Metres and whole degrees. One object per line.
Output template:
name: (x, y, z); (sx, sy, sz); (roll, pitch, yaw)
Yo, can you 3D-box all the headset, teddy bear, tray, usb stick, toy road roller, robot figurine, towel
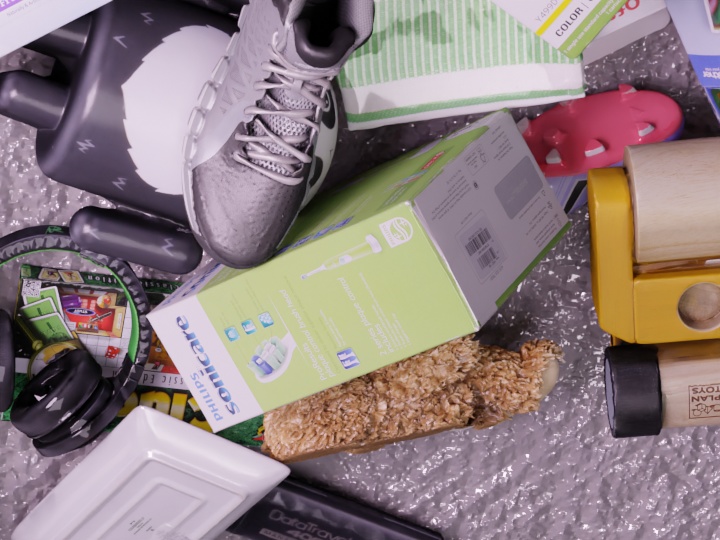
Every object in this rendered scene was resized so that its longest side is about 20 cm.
headset: (-0.209, 0.065, 1.520); (0.123, 0.094, 0.200); (27, 96, -19)
teddy bear: (0.031, 0.072, 1.554); (0.199, 0.145, 0.067); (-11, 79, -7)
tray: (-0.136, 0.154, 1.564); (0.107, 0.022, 0.200); (24, 141, -20)
usb stick: (-0.036, 0.163, 1.630); (0.199, 0.033, 0.056); (23, 119, -19)
toy road roller: (0.199, 0.000, 1.519); (0.122, 0.146, 0.201); (-5, 116, 0)
robot figurine: (-0.111, -0.094, 1.432); (0.199, 0.125, 0.150); (19, 126, -17)
towel: (0.049, -0.178, 1.398); (0.152, 0.023, 0.201); (-8, 120, 1)

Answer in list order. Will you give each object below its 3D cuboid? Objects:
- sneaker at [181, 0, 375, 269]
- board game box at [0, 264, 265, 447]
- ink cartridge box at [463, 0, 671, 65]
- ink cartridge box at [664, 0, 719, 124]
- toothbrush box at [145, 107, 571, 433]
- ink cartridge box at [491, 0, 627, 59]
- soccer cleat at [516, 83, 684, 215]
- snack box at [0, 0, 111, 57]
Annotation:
sneaker: (-0.042, -0.095, 1.327); (0.075, 0.115, 0.201); (13, 93, -14)
board game box: (-0.122, 0.056, 1.569); (0.199, 0.023, 0.105); (6, 118, -12)
ink cartridge box: (0.106, -0.192, 1.450); (0.115, 0.067, 0.200); (-25, 118, 5)
ink cartridge box: (0.218, -0.194, 1.448); (0.119, 0.042, 0.200); (-46, 125, -29)
toothbrush box: (0.000, 0.000, 1.439); (0.200, 0.146, 0.086); (-22, 103, 33)
ink cartridge box: (0.079, -0.231, 1.315); (0.200, 0.076, 0.148); (33, 112, -20)
soccer cleat: (0.109, -0.049, 1.533); (0.199, 0.067, 0.077); (-25, 134, 5)
snack box: (-0.236, -0.151, 1.373); (0.199, 0.142, 0.053); (-26, 118, 5)
